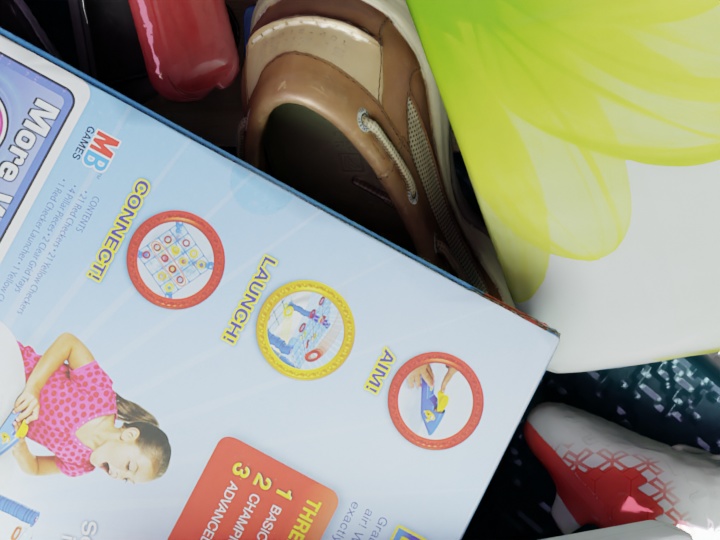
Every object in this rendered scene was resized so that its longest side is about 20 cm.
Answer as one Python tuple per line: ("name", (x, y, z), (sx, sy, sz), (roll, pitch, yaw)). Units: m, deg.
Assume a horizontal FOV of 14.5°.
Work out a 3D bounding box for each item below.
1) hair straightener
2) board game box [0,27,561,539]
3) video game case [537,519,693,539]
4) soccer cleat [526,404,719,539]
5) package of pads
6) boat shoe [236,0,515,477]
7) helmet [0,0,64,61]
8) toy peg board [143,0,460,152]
("hair straightener", (-0.095, -0.144, 0.854), (0.077, 0.041, 0.201), (-6, 105, 50))
("board game box", (-0.076, 0.061, 0.791), (0.195, 0.056, 0.201), (29, 81, -4))
("video game case", (0.007, 0.169, 0.768), (0.023, 0.199, 0.183), (17, 109, 52))
("soccer cleat", (0.146, 0.087, 0.891), (0.200, 0.069, 0.085), (34, 99, 7))
("package of pads", (0.122, -0.058, 0.804), (0.199, 0.068, 0.155), (-10, 111, 27))
("boat shoe", (0.000, 0.000, 0.885), (0.075, 0.074, 0.201), (-2, 130, 21))
("helmet", (-0.188, -0.022, 0.905), (0.190, 0.200, 0.200), (-35, 87, -11))
("toy peg board", (-0.005, -0.134, 0.891), (0.199, 0.098, 0.200), (2, 100, 18))
